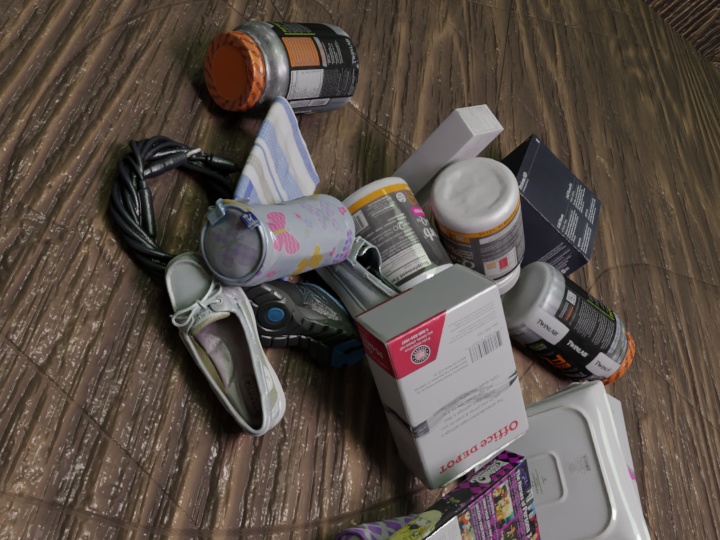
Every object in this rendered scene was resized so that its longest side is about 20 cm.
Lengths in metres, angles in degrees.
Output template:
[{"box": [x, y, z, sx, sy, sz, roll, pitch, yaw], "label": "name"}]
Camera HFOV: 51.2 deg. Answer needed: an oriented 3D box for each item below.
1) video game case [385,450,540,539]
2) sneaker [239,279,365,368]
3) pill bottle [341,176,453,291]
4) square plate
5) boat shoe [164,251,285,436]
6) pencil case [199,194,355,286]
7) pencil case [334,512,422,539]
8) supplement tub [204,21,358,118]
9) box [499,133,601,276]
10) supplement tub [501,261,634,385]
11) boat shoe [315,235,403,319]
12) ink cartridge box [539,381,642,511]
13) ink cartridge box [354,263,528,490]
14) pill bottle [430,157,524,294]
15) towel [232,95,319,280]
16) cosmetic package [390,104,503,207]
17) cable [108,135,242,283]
[{"box": [0.115, 0.312, 0.752, 0.181, 0.036, 0.202, -25, 110, -34], "label": "video game case"}, {"box": [-0.083, 0.046, 0.864, 0.199, 0.073, 0.082, 30, 27, -30], "label": "sneaker"}, {"box": [0.053, -0.011, 0.984, 0.116, 0.116, 0.201, -14, 71, -47], "label": "pill bottle"}, {"box": [0.210, 0.245, 0.873, 0.028, 0.197, 0.201, 36, 38, -47], "label": "square plate"}, {"box": [-0.139, 0.072, 0.760, 0.065, 0.074, 0.203, 69, -4, -86], "label": "boat shoe"}, {"box": [-0.085, -0.038, 0.814, 0.091, 0.083, 0.200, 47, 25, 16], "label": "pencil case"}, {"box": [0.060, 0.300, 0.786, 0.199, 0.086, 0.084, 9, 18, -38], "label": "pencil case"}, {"box": [-0.105, -0.272, 1.021, 0.199, 0.122, 0.123, -19, 74, -48], "label": "supplement tub"}, {"box": [0.308, -0.104, 1.298, 0.182, 0.104, 0.200, 43, 40, -9], "label": "box"}, {"box": [0.314, 0.086, 1.145, 0.199, 0.122, 0.123, 33, 43, -18], "label": "supplement tub"}, {"box": [0.000, 0.000, 0.914, 0.070, 0.072, 0.201, 24, 19, -46], "label": "boat shoe"}, {"box": [0.264, 0.264, 0.945, 0.084, 0.144, 0.201, 25, 46, -26], "label": "ink cartridge box"}, {"box": [0.094, 0.118, 0.841, 0.144, 0.083, 0.201, -26, 117, -19], "label": "ink cartridge box"}, {"box": [0.167, -0.052, 1.045, 0.200, 0.115, 0.117, 66, 15, -54], "label": "pill bottle"}, {"box": [-0.098, -0.101, 0.923, 0.147, 0.024, 0.201, 69, 25, -42], "label": "towel"}, {"box": [0.105, -0.151, 1.072, 0.082, 0.200, 0.051, -18, 71, -48], "label": "cosmetic package"}, {"box": [-0.200, -0.071, 0.846, 0.163, 0.051, 0.201, 29, 46, -26], "label": "cable"}]
